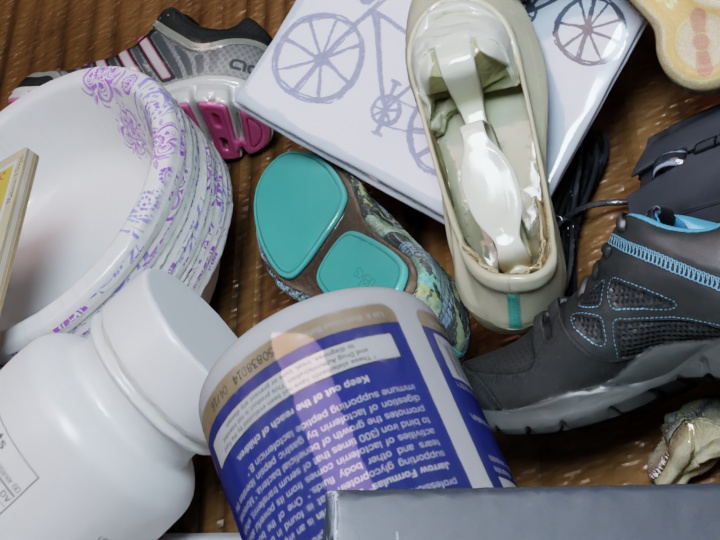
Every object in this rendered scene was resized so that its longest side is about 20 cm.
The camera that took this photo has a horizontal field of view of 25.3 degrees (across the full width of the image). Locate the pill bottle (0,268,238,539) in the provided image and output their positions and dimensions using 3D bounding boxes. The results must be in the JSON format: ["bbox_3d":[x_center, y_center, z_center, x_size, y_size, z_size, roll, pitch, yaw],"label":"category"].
[{"bbox_3d":[-0.146,0.097,0.793,0.200,0.114,0.115,-42,41,10],"label":"pill bottle"}]

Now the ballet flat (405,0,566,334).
[{"bbox_3d":[0.057,-0.071,0.754,0.069,0.069,0.202,-21,67,21],"label":"ballet flat"}]

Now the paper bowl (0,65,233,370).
[{"bbox_3d":[-0.160,-0.008,0.917,0.199,0.104,0.202,-19,46,22],"label":"paper bowl"}]

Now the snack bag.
[{"bbox_3d":[0.052,-0.132,0.823,0.187,0.021,0.201,29,87,25],"label":"snack bag"}]

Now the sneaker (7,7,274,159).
[{"bbox_3d":[-0.131,-0.117,1.014,0.198,0.074,0.088,-1,54,30],"label":"sneaker"}]

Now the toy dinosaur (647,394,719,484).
[{"bbox_3d":[0.201,0.074,0.629,0.198,0.048,0.089,-12,43,24],"label":"toy dinosaur"}]

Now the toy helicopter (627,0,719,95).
[{"bbox_3d":[0.122,-0.172,0.762,0.132,0.079,0.201,-40,80,11],"label":"toy helicopter"}]

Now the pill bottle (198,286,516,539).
[{"bbox_3d":[0.015,0.117,0.652,0.115,0.116,0.201,-31,59,11],"label":"pill bottle"}]

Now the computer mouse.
[{"bbox_3d":[0.155,-0.025,0.742,0.198,0.046,0.142,-1,55,36],"label":"computer mouse"}]

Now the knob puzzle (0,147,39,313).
[{"bbox_3d":[-0.260,0.035,0.851,0.218,0.030,0.221,-30,41,29],"label":"knob puzzle"}]

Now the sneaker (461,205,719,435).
[{"bbox_3d":[0.119,0.018,0.683,0.199,0.073,0.083,-20,85,35],"label":"sneaker"}]

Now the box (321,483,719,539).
[{"bbox_3d":[0.087,0.154,0.512,0.197,0.107,0.150,0,65,-3],"label":"box"}]

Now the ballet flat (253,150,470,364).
[{"bbox_3d":[0.000,0.000,0.819,0.074,0.074,0.200,-39,31,2],"label":"ballet flat"}]

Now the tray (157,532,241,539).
[{"bbox_3d":[-0.047,0.167,0.748,0.198,0.022,0.108,-6,53,33],"label":"tray"}]
